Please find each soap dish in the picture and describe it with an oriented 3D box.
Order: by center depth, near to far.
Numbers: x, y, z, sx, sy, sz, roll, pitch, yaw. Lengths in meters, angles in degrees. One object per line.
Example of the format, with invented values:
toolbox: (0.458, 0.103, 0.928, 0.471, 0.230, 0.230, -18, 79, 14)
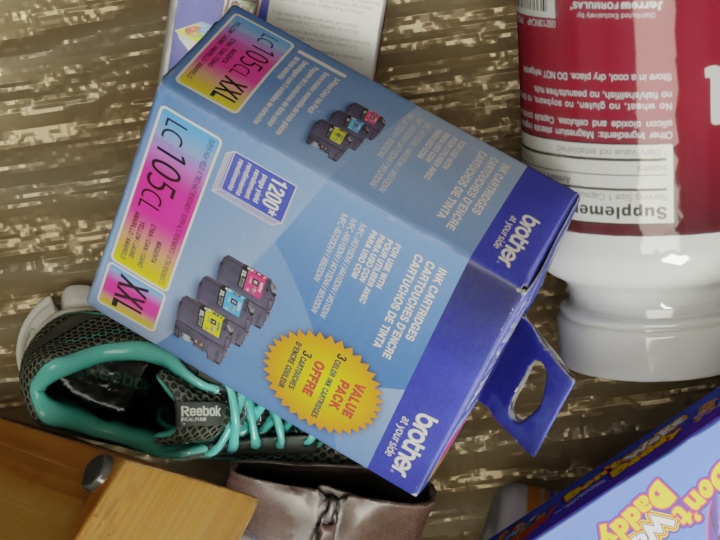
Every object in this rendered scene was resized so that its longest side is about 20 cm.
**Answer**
soap dish: (-0.141, 0.139, 0.948, 0.081, 0.200, 0.158, 38, 74, -28)

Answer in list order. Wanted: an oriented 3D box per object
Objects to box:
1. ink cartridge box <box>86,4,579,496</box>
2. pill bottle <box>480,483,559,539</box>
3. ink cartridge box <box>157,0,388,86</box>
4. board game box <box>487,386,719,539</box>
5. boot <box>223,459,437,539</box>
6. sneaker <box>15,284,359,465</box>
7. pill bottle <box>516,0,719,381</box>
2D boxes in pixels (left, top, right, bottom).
ink cartridge box: (0.000, 0.000, 0.939, 0.199, 0.076, 0.137, 28, 133, 5)
pill bottle: (0.146, 0.171, 1.005, 0.199, 0.112, 0.113, 14, 102, 0)
ink cartridge box: (-0.033, -0.136, 0.991, 0.094, 0.037, 0.201, 10, 104, 2)
board game box: (0.158, 0.123, 0.912, 0.199, 0.045, 0.135, -34, 95, 10)
boot: (-0.073, 0.153, 1.019, 0.199, 0.072, 0.167, 5, 118, -13)
sneaker: (-0.061, 0.061, 1.004, 0.198, 0.091, 0.078, 7, 103, 1)
pill bottle: (0.124, -0.061, 0.959, 0.112, 0.113, 0.202, -2, 102, 3)
